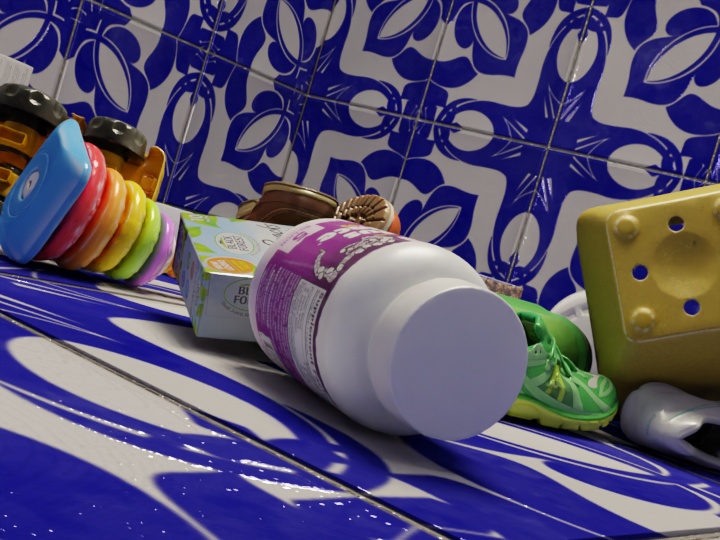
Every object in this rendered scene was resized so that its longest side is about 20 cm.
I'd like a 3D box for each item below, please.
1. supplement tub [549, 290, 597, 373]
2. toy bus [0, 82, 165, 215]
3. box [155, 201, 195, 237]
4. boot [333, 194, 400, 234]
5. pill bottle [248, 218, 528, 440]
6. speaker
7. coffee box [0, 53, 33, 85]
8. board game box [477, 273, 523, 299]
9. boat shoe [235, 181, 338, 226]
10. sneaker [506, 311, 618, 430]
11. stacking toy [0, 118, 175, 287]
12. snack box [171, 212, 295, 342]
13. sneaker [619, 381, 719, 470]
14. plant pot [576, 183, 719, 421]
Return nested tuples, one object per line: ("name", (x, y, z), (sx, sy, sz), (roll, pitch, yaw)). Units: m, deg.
("supplement tub", (0.292, 0.091, 1.251), (0.122, 0.123, 0.200), (18, 3, 34))
("toy bus", (-0.295, -0.074, 1.092), (0.199, 0.136, 0.192), (19, -14, -3))
("box", (-0.206, -0.037, 1.392), (0.199, 0.048, 0.122), (18, -10, 23))
("boot", (0.000, 0.000, 1.079), (0.107, 0.075, 0.200), (27, -36, -18))
("pill bottle", (0.013, 0.033, 0.665), (0.112, 0.113, 0.200), (16, 2, -26))
("speaker", (0.135, 0.071, 1.012), (0.088, 0.089, 0.200), (19, 3, 39))
("coffee box", (-0.646, -0.252, 1.652), (0.199, 0.201, 0.198), (18, 2, 19))
("board game box", (0.083, 0.034, 1.399), (0.159, 0.097, 0.200), (16, 2, -16))
("boat shoe", (-0.076, -0.037, 1.069), (0.072, 0.068, 0.200), (19, -14, -18))
("sneaker", (0.144, 0.079, 0.899), (0.199, 0.084, 0.074), (16, 2, -37))
("stacking toy", (-0.202, -0.030, 0.971), (0.200, 0.110, 0.116), (30, 16, -35))
("snack box", (-0.032, 0.010, 0.834), (0.199, 0.053, 0.142), (6, 16, -18))
("sneaker", (0.322, 0.146, 0.953), (0.199, 0.071, 0.080), (8, 11, -24))
("plant pot", (0.295, 0.018, 1.000), (0.195, 0.195, 0.200), (-10, -16, 14))
